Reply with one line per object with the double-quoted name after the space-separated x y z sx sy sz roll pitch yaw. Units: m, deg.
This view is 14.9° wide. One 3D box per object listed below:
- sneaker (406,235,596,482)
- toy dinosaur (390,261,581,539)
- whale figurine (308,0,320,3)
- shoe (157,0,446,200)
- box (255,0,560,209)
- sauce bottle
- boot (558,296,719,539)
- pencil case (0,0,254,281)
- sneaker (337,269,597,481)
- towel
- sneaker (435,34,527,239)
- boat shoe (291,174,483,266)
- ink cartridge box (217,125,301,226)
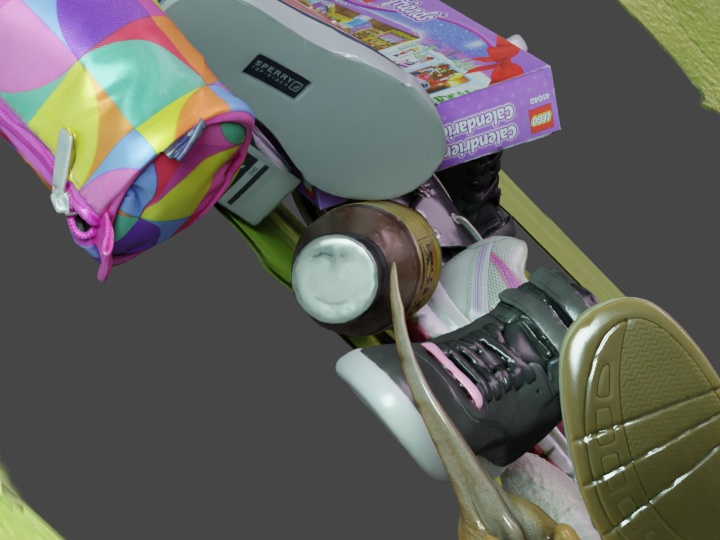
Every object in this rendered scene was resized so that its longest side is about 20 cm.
0.109 0.059 1.447 0.200 0.088 0.081 47 -10 -3 "sneaker"
0.056 0.105 1.111 0.201 0.060 0.106 60 -9 -27 "toy dinosaur"
-0.033 -0.127 1.636 0.159 0.104 0.200 52 5 5 "whale figurine"
-0.039 -0.109 1.288 0.200 0.071 0.091 30 27 -44 "shoe"
0.001 -0.097 1.444 0.200 0.136 0.039 -139 -146 -60 "box"
0.000 0.000 1.312 0.065 0.065 0.200 47 9 3 "sauce bottle"
0.127 0.089 1.178 0.201 0.072 0.155 64 0 -16 "boot"
-0.124 -0.093 1.016 0.200 0.088 0.088 48 7 16 "pencil case"
0.058 0.039 1.221 0.071 0.099 0.200 50 9 16 "sneaker"
0.150 0.171 1.363 0.200 0.034 0.133 39 9 -43 "towel"
0.068 -0.047 1.559 0.071 0.200 0.099 -32 75 -39 "sneaker"
0.035 -0.001 1.503 0.200 0.074 0.060 53 -1 -21 "boat shoe"
-0.105 -0.090 1.291 0.100 0.039 0.200 51 9 25 "ink cartridge box"
